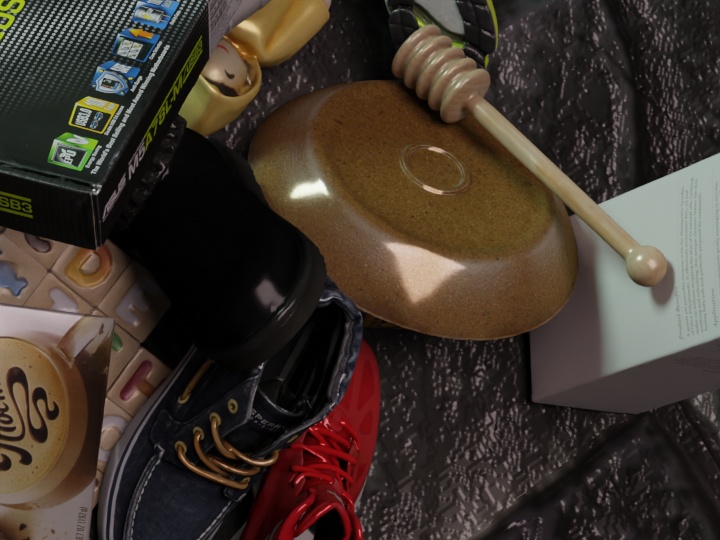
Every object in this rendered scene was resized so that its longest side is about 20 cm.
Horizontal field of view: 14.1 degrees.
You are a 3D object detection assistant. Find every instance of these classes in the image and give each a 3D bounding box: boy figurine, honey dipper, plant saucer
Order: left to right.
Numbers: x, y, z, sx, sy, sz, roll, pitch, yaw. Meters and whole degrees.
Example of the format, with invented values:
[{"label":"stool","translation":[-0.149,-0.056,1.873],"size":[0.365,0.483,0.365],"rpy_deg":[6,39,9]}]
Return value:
[{"label":"boy figurine","translation":[-0.072,-0.166,1.643],"size":[0.124,0.064,0.201],"rpy_deg":[31,61,-18]},{"label":"plant saucer","translation":[0.036,-0.045,1.624],"size":[0.199,0.036,0.201],"rpy_deg":[16,40,-13]},{"label":"honey dipper","translation":[0.097,-0.060,1.618],"size":[0.038,0.038,0.200],"rpy_deg":[-34,67,-30]}]

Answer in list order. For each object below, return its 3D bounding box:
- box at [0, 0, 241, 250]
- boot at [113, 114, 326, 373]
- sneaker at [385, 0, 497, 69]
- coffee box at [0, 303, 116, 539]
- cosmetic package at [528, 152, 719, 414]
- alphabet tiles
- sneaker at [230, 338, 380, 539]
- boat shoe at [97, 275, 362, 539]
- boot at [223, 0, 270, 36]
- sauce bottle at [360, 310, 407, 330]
[{"label":"box","translation":[-0.179,-0.111,1.435],"size":[0.192,0.048,0.200],"rpy_deg":[16,48,12]},{"label":"boot","translation":[-0.114,-0.043,1.483],"size":[0.079,0.211,0.158],"rpy_deg":[-48,122,5]},{"label":"sneaker","translation":[0.030,-0.208,1.678],"size":[0.073,0.081,0.201],"rpy_deg":[-10,110,10]},{"label":"coffee box","translation":[-0.198,0.116,1.465],"size":[0.112,0.080,0.201],"rpy_deg":[9,86,-26]},{"label":"cosmetic package","translation":[0.181,0.009,1.642],"size":[0.084,0.200,0.108],"rpy_deg":[8,74,-30]},{"label":"alphabet tiles","translation":[-0.193,0.040,1.518],"size":[0.200,0.008,0.167],"rpy_deg":[40,81,-22]},{"label":"sneaker","translation":[-0.015,0.115,1.562],"size":[0.078,0.115,0.201],"rpy_deg":[24,67,-19]},{"label":"boat shoe","translation":[-0.071,0.084,1.515],"size":[0.071,0.091,0.201],"rpy_deg":[26,95,-23]},{"label":"boot","translation":[-0.107,-0.213,1.597],"size":[0.095,0.074,0.200],"rpy_deg":[-34,68,-16]},{"label":"sauce bottle","translation":[0.000,0.000,1.634],"size":[0.199,0.065,0.065],"rpy_deg":[4,74,-24]}]
